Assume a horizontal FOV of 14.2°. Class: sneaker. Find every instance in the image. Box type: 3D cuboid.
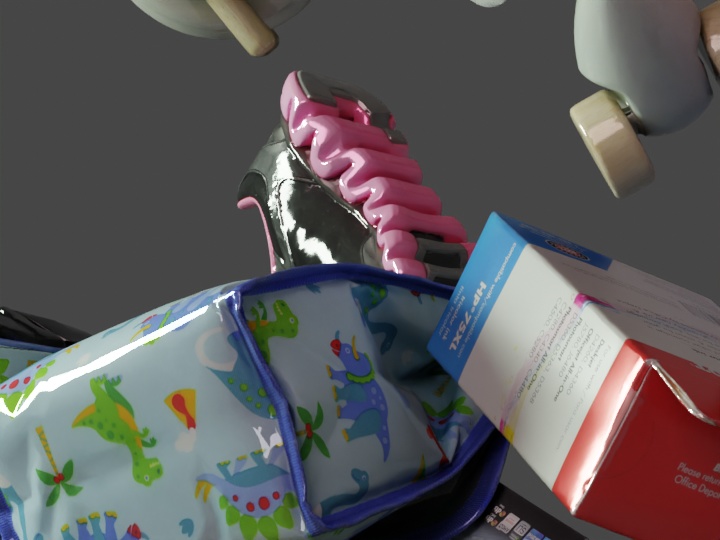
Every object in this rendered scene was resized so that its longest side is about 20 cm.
[{"bbox_3d":[0.000,0.000,1.359,0.095,0.079,0.200,-49,48,23],"label":"sneaker"}]

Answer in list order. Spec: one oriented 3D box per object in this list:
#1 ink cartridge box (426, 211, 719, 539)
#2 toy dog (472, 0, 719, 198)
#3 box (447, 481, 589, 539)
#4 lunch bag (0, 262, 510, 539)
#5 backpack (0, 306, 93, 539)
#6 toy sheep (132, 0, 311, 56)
[{"bbox_3d":[0.117,0.057,1.099,0.068,0.116,0.200,-63,26,12],"label":"ink cartridge box"},{"bbox_3d":[0.112,-0.135,1.311,0.131,0.201,0.096,-16,34,-11],"label":"toy dog"},{"bbox_3d":[0.019,0.159,1.205,0.158,0.050,0.200,-49,23,-5],"label":"box"},{"bbox_3d":[-0.038,0.070,1.209,0.169,0.200,0.128,-21,87,33],"label":"lunch bag"},{"bbox_3d":[-0.211,0.083,1.349,0.199,0.183,0.148,2,86,31],"label":"backpack"},{"bbox_3d":[-0.067,-0.176,1.433,0.137,0.200,0.139,0,92,-4],"label":"toy sheep"}]
